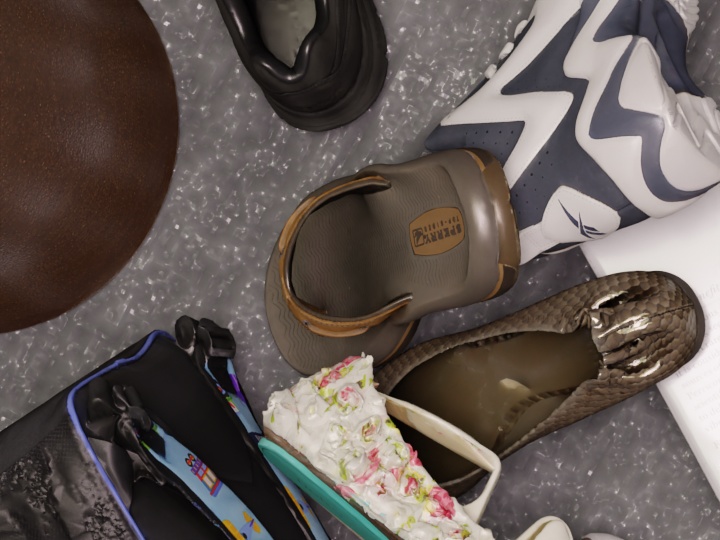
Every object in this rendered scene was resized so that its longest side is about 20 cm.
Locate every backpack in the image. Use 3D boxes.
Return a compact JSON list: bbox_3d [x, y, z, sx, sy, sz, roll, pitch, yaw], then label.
[{"bbox_3d":[-0.080,0.140,1.155,0.134,0.183,0.200,-33,92,14],"label":"backpack"}]

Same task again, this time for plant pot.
[{"bbox_3d":[-0.190,-0.071,1.173,0.187,0.200,0.187,-1,86,10],"label":"plant pot"}]

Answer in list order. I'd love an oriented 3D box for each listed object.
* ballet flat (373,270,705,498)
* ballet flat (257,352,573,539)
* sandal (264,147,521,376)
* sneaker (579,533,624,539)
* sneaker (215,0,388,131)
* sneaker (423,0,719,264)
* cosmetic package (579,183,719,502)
[{"bbox_3d":[0.055,0.053,1.159,0.200,0.046,0.067,-26,85,36],"label":"ballet flat"},{"bbox_3d":[0.045,0.108,1.128,0.200,0.076,0.064,43,77,7],"label":"ballet flat"},{"bbox_3d":[0.000,0.000,1.145,0.055,0.200,0.082,-14,88,-27],"label":"sandal"},{"bbox_3d":[0.128,0.209,1.172,0.085,0.073,0.200,-1,77,-22],"label":"sneaker"},{"bbox_3d":[-0.043,-0.161,1.211,0.076,0.091,0.200,-24,80,9],"label":"sneaker"},{"bbox_3d":[0.075,-0.077,1.162,0.129,0.079,0.199,-32,44,21],"label":"sneaker"},{"bbox_3d":[0.182,0.050,1.162,0.101,0.071,0.200,-29,81,8],"label":"cosmetic package"}]
